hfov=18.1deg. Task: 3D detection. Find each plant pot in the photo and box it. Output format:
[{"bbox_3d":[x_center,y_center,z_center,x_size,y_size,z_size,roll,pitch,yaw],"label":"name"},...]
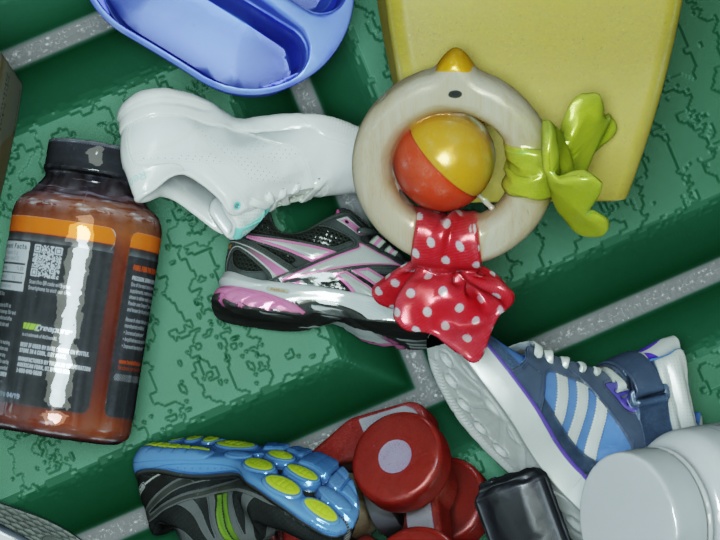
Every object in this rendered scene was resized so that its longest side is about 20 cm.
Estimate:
[{"bbox_3d":[0.108,-0.143,1.526,0.198,0.200,0.178,-1,101,-2],"label":"plant pot"}]

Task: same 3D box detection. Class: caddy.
[{"bbox_3d":[-0.100,-0.204,1.557,0.199,0.105,0.142,31,86,0],"label":"caddy"}]

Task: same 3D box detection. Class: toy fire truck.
[{"bbox_3d":[0.002,0.194,1.533,0.167,0.112,0.201,-18,60,16],"label":"toy fire truck"}]

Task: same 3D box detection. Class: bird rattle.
[{"bbox_3d":[0.068,-0.052,1.441,0.163,0.113,0.200,45,121,-10],"label":"bird rattle"}]

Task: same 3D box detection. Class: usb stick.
[{"bbox_3d":[0.131,0.229,1.505,0.055,0.033,0.201,-21,89,16],"label":"usb stick"}]

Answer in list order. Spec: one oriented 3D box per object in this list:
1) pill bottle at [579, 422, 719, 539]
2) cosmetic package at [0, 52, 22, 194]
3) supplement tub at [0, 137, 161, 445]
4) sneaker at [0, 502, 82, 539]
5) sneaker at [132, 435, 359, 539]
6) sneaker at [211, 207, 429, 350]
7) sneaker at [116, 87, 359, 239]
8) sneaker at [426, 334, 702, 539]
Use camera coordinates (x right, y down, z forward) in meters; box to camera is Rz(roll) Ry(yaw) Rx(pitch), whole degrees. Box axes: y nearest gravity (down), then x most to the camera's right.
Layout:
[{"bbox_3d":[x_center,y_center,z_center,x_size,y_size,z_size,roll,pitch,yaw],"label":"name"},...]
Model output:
[{"bbox_3d":[0.250,0.156,1.501,0.199,0.113,0.114,-5,87,-35],"label":"pill bottle"},{"bbox_3d":[-0.276,-0.097,1.499,0.071,0.200,0.106,11,88,-2],"label":"cosmetic package"},{"bbox_3d":[-0.193,0.014,1.544,0.106,0.107,0.202,9,87,-2],"label":"supplement tub"},{"bbox_3d":[-0.268,0.233,1.550,0.201,0.077,0.147,25,95,-9],"label":"sneaker"},{"bbox_3d":[-0.074,0.161,1.524,0.071,0.199,0.083,-14,104,-46],"label":"sneaker"},{"bbox_3d":[0.000,0.000,1.568,0.198,0.080,0.087,9,76,-7],"label":"sneaker"},{"bbox_3d":[-0.071,-0.060,1.538,0.199,0.075,0.089,7,61,-24],"label":"sneaker"},{"bbox_3d":[0.151,0.077,1.554,0.146,0.080,0.200,-44,101,-23],"label":"sneaker"}]
